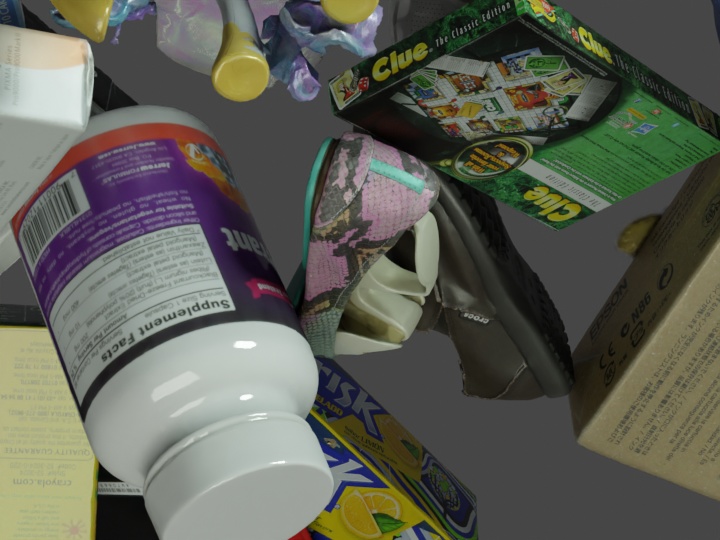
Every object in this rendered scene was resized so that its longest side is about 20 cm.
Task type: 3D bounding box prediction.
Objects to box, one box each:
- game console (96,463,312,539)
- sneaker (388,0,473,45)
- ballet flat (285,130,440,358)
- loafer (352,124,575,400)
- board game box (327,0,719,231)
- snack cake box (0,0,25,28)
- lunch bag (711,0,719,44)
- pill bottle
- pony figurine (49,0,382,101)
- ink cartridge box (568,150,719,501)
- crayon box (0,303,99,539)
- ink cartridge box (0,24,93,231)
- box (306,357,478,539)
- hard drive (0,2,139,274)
[{"bbox_3d":[-0.108,0.164,1.188,0.199,0.031,0.177,-3,125,26],"label":"game console"},{"bbox_3d":[0.072,-0.146,0.976,0.073,0.116,0.200,20,122,-16],"label":"sneaker"},{"bbox_3d":[0.000,0.000,1.038,0.071,0.069,0.200,22,154,1],"label":"ballet flat"},{"bbox_3d":[0.041,-0.001,1.094,0.071,0.073,0.200,-23,120,14],"label":"loafer"},{"bbox_3d":[0.083,-0.072,1.011,0.105,0.024,0.200,-28,151,25],"label":"board game box"},{"bbox_3d":[-0.226,-0.190,0.939,0.115,0.067,0.201,-15,113,-5],"label":"snack cake box"},{"bbox_3d":[0.261,-0.106,0.971,0.200,0.136,0.133,-28,124,-19],"label":"lunch bag"},{"bbox_3d":[-0.085,0.031,1.012,0.111,0.200,0.112,-18,149,-11],"label":"pill bottle"},{"bbox_3d":[-0.063,-0.146,0.949,0.192,0.200,0.167,9,115,-25],"label":"pony figurine"},{"bbox_3d":[0.223,0.025,1.114,0.164,0.075,0.200,22,119,-16],"label":"ink cartridge box"},{"bbox_3d":[-0.198,0.118,1.105,0.126,0.051,0.201,3,100,-9],"label":"crayon box"},{"bbox_3d":[-0.237,-0.067,0.951,0.199,0.050,0.162,12,155,-23],"label":"ink cartridge box"},{"bbox_3d":[-0.023,0.098,1.164,0.070,0.064,0.200,-35,118,21],"label":"box"},{"bbox_3d":[-0.221,-0.088,1.055,0.140,0.038,0.200,-38,117,22],"label":"hard drive"}]
